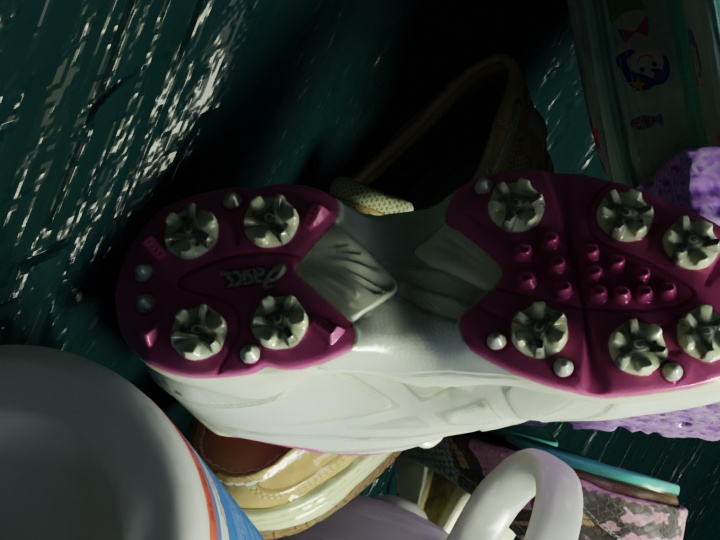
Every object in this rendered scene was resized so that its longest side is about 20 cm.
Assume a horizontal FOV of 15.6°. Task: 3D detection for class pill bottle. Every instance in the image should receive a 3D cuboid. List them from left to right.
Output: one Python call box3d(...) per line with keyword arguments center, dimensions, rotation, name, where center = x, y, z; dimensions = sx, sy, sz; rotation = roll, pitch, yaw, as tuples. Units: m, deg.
box3d(center=(-0.079, 0.101, 0.767), dimensions=(0.112, 0.112, 0.200), rotation=(-53, 162, -9), name="pill bottle")

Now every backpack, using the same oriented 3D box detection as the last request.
box3d(center=(0.149, -0.087, 0.917), dimensions=(0.200, 0.150, 0.178), rotation=(50, 31, -75), name="backpack")

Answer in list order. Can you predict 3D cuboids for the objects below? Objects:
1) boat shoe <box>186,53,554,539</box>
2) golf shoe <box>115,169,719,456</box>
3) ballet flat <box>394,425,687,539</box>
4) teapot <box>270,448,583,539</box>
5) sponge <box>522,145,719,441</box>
box3d(center=(0.000, 0.000, 0.891), dimensions=(0.200, 0.071, 0.076), rotation=(-55, 153, -36), name="boat shoe")
box3d(center=(0.029, 0.019, 0.801), dimensions=(0.092, 0.199, 0.076), rotation=(83, 12, -61), name="golf shoe")
box3d(center=(0.055, 0.087, 1.010), dimensions=(0.069, 0.200, 0.071), rotation=(18, 95, -28), name="ballet flat")
box3d(center=(-0.004, 0.146, 0.953), dimensions=(0.198, 0.199, 0.147), rotation=(66, 38, -50), name="teapot")
box3d(center=(0.116, 0.013, 0.892), dimensions=(0.200, 0.111, 0.030), rotation=(135, -43, -61), name="sponge")
